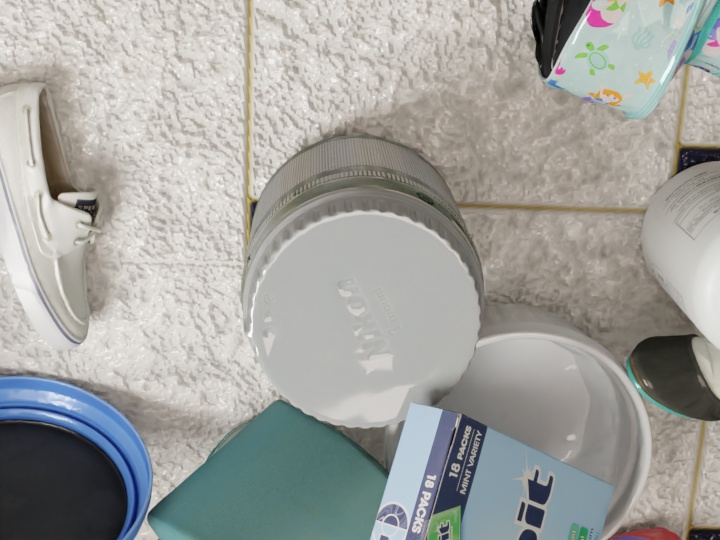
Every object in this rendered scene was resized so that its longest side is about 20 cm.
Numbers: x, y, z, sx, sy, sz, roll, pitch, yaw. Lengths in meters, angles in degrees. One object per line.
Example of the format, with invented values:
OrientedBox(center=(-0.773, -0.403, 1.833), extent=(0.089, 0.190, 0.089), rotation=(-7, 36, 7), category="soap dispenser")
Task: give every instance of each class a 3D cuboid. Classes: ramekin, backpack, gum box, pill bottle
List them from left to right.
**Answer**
OrientedBox(center=(0.081, 0.195, 0.737), extent=(0.200, 0.044, 0.171), rotation=(29, 74, -46), category="gum box")
OrientedBox(center=(0.114, 0.120, 0.880), extent=(0.199, 0.105, 0.201), rotation=(-1, 108, -3), category="ramekin")
OrientedBox(center=(0.194, -0.200, 0.742), extent=(0.150, 0.178, 0.201), rotation=(24, 110, -4), category="backpack")
OrientedBox(center=(0.277, 0.000, 0.796), extent=(0.114, 0.200, 0.115), rotation=(-1, 109, -2), category="pill bottle")

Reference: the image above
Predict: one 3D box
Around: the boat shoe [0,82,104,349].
OrientedBox(center=(-0.225, -0.040, 0.836), extent=(0.069, 0.071, 0.201), rotation=(-13, 102, 5), category="boat shoe")

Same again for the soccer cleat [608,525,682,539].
OrientedBox(center=(0.180, 0.263, 0.943), extent=(0.199, 0.077, 0.067), rotation=(-12, 108, 2), category="soccer cleat")

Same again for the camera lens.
OrientedBox(center=(0.000, 0.000, 0.785), extent=(0.159, 0.200, 0.161), rotation=(-1, 108, -2), category="camera lens")

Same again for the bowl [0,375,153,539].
OrientedBox(center=(-0.255, 0.161, 0.835), extent=(0.199, 0.201, 0.040), rotation=(11, 127, -6), category="bowl")

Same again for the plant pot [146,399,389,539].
OrientedBox(center=(-0.028, 0.207, 0.816), extent=(0.141, 0.200, 0.142), rotation=(-40, 114, -23), category="plant pot")

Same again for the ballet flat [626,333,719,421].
OrientedBox(center=(0.280, 0.082, 0.861), extent=(0.068, 0.068, 0.199), rotation=(-35, 141, 32), category="ballet flat")

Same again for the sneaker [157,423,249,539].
OrientedBox(center=(-0.130, 0.213, 0.922), extent=(0.071, 0.080, 0.201), rotation=(27, 84, -26), category="sneaker")
